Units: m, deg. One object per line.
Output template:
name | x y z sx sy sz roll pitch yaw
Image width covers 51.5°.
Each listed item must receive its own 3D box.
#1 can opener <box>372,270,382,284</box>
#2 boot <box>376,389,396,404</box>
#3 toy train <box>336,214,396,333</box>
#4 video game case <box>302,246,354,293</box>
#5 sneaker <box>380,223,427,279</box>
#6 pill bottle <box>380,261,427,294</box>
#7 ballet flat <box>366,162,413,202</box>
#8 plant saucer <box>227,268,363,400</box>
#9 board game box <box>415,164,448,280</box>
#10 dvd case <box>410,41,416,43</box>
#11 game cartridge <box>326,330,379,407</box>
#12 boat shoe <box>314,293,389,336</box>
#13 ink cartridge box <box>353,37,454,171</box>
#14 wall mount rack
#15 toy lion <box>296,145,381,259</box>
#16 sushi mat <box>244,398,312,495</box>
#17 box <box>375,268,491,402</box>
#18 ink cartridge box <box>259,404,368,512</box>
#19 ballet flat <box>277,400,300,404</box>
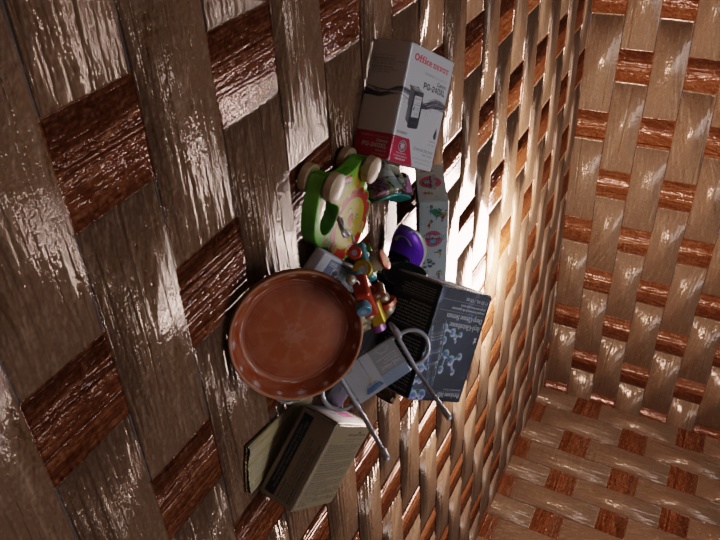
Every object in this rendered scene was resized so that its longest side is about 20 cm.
can opener | 0.000 0.000 1.378 0.200 0.066 0.054 25 80 -80
boot | 0.075 0.197 1.617 0.155 0.073 0.200 -64 169 -14
toy train | 0.016 0.006 1.122 0.201 0.055 0.151 -102 171 -45
video game case | -0.073 0.062 1.198 0.183 0.023 0.200 -55 157 3
sneaker | 0.077 0.002 1.491 0.100 0.069 0.201 -49 156 -34
pill bottle | 0.074 0.090 1.409 0.112 0.111 0.201 -45 147 -50
ballet flat | 0.051 -0.162 1.381 0.200 0.069 0.072 -17 95 -71
plant saucer | -0.094 0.092 1.086 0.032 0.199 0.202 -133 -131 -66
board game box | 0.148 -0.098 1.558 0.148 0.064 0.201 -89 177 -53
dvd case | 0.112 -0.337 1.454 0.200 0.025 0.151 12 92 -66
game cartridge | -0.014 0.173 1.355 0.133 0.041 0.200 -57 176 -29
boat shoe | -0.021 0.085 1.199 0.199 0.071 0.077 -8 110 -45
ink cartridge box | 0.076 -0.286 1.299 0.145 0.083 0.201 2 102 -54
wall mount rack | 0.043 0.185 1.171 0.199 0.174 0.075 -32 -173 -4
toy lion | -0.038 -0.095 1.225 0.200 0.068 0.193 -35 142 -56
sushi mat | -0.136 0.286 1.272 0.200 0.012 0.096 -39 138 -54
box | 0.119 0.115 1.296 0.148 0.107 0.201 12 96 -46
ink cartridge box | -0.074 0.326 1.313 0.166 0.075 0.200 -63 159 -3
ballet flat | -0.076 0.155 1.217 0.200 0.072 0.072 -34 136 -33
